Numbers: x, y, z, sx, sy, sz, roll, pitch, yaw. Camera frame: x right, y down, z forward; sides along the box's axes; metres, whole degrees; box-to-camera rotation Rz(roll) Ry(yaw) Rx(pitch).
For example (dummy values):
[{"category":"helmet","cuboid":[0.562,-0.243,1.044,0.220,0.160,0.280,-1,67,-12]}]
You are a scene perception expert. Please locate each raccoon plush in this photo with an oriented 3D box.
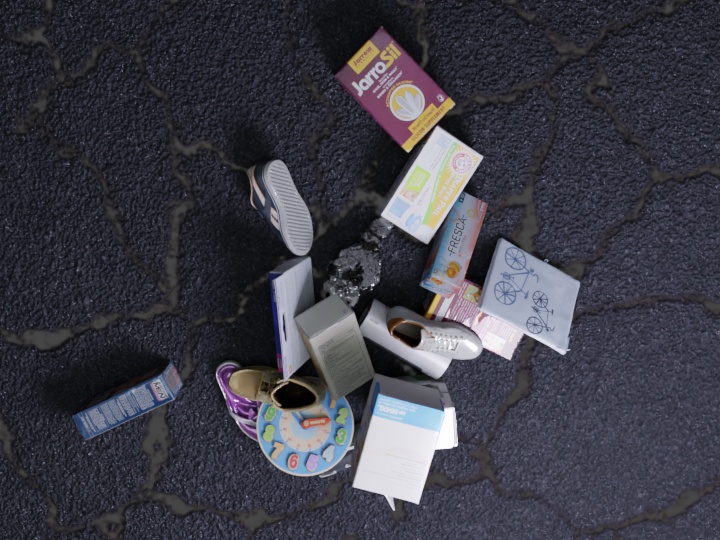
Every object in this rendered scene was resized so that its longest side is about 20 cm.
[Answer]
[{"category":"raccoon plush","cuboid":[0.000,0.000,1.668,0.097,0.134,0.200,44,65,5]}]

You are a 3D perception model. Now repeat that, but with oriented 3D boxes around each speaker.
[{"category":"speaker","cuboid":[0.090,0.138,1.682,0.199,0.081,0.082,30,99,-8]}]

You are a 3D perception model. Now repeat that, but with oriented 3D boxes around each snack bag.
[{"category":"snack bag","cuboid":[0.337,0.048,1.641,0.199,0.189,0.021,27,144,-6]}]

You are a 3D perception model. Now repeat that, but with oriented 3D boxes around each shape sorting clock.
[{"category":"shape sorting clock","cuboid":[-0.112,0.314,1.693,0.198,0.039,0.202,2,67,-5]}]

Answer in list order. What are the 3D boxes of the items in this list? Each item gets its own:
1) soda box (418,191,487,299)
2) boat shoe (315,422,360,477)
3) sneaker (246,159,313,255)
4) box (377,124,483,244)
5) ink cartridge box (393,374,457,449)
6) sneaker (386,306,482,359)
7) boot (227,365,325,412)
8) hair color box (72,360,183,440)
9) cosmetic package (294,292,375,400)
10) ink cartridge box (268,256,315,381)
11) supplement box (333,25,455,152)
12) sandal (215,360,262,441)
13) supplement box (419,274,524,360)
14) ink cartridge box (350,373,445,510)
[{"category":"soda box","cuboid":[0.179,-0.050,1.603,0.068,0.064,0.201,25,62,-7]},{"category":"boat shoe","cuboid":[-0.015,0.369,1.733,0.199,0.076,0.061,-20,117,8]},{"category":"sneaker","cuboid":[-0.157,-0.123,1.625,0.079,0.078,0.201,4,123,40]},{"category":"box","cuboid":[0.133,-0.169,1.609,0.112,0.101,0.201,31,99,-8]},{"category":"ink cartridge box","cuboid":[0.106,0.278,1.650,0.144,0.200,0.085,-5,102,-1]},{"category":"sneaker","cuboid":[0.141,0.137,1.601,0.198,0.085,0.073,18,113,-5]},{"category":"boot","cuboid":[-0.171,0.231,1.620,0.198,0.155,0.073,12,86,3]},{"category":"hair color box","cuboid":[-0.465,0.259,1.676,0.199,0.100,0.061,-24,100,3]},{"category":"cosmetic package","cuboid":[-0.047,0.151,1.626,0.105,0.071,0.201,-29,135,-14]},{"category":"ink cartridge box","cuboid":[-0.136,0.088,1.604,0.043,0.200,0.198,0,102,18]},{"category":"supplement box","cuboid":[0.063,-0.340,1.571,0.200,0.103,0.131,44,98,-9]},{"category":"sandal","cuboid":[-0.236,0.280,1.714,0.082,0.050,0.203,-33,101,5]},{"category":"supplement box","cuboid":[0.232,0.082,1.673,0.199,0.086,0.111,26,99,-7]},{"category":"ink cartridge box","cuboid":[0.060,0.309,1.488,0.124,0.129,0.202,15,98,-4]}]
